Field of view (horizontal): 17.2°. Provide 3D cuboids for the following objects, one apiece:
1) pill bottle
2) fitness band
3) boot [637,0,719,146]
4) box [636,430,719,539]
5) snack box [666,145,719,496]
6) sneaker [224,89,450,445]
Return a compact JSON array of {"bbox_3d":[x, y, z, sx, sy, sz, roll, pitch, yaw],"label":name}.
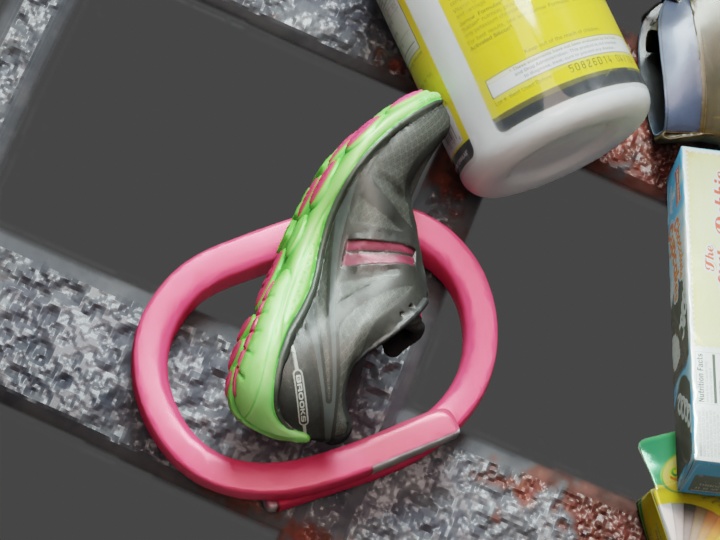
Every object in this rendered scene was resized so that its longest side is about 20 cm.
[{"bbox_3d":[0.068,-0.149,1.284,0.111,0.112,0.201,-21,78,-12],"label":"pill bottle"},{"bbox_3d":[-0.022,0.043,1.259,0.199,0.037,0.145,-19,74,-13],"label":"fitness band"},{"bbox_3d":[0.196,-0.161,1.323,0.096,0.075,0.202,-7,76,-12],"label":"boot"},{"bbox_3d":[0.220,0.172,1.242,0.116,0.048,0.201,-13,77,-10],"label":"box"},{"bbox_3d":[0.223,0.028,1.260,0.115,0.037,0.201,7,55,-5],"label":"snack box"},{"bbox_3d":[0.000,0.000,1.226,0.083,0.077,0.201,28,76,-10],"label":"sneaker"}]
